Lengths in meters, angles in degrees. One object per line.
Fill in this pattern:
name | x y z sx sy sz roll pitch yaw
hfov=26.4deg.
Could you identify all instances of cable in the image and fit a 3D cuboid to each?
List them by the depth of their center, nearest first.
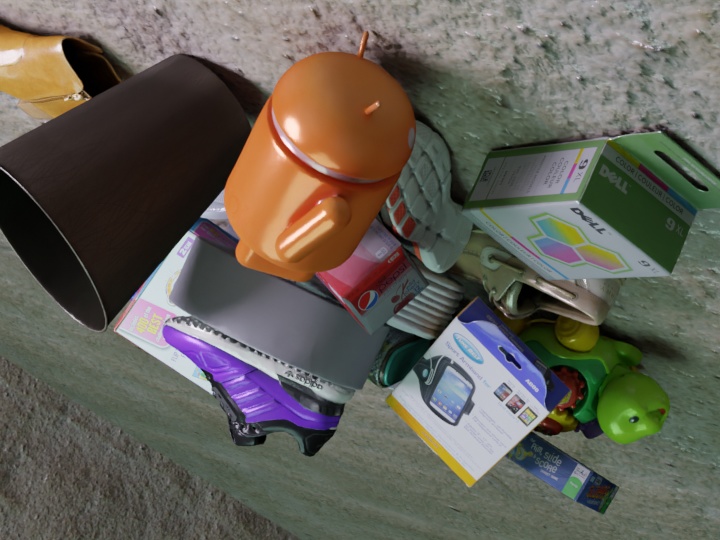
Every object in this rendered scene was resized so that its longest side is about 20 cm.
cable | 0.000 0.000 1.440 0.199 0.070 0.200 25 -178 -16

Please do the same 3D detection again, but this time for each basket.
basket | -0.197 -0.081 1.292 0.135 0.200 0.181 14 140 50

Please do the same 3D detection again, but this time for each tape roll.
tape roll | -0.074 0.039 1.413 0.199 0.067 0.200 25 180 0

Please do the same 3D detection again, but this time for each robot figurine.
robot figurine | -0.030 -0.078 1.145 0.116 0.144 0.201 41 131 12

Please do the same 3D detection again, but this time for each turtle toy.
turtle toy | 0.208 0.110 1.475 0.199 0.102 0.146 4 154 39

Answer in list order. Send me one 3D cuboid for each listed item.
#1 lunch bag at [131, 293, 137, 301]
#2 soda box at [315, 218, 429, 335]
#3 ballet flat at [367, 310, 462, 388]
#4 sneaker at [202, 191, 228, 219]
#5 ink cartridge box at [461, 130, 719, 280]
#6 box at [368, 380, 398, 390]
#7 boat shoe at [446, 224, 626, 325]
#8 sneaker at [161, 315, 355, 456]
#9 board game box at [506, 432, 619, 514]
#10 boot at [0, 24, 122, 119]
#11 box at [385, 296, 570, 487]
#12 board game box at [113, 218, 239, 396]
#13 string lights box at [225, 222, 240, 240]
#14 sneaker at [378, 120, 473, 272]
lunch bag | -0.171 0.042 1.712 0.149 0.095 0.200 26 -167 -1
soda box | -0.028 -0.037 1.307 0.200 0.070 0.064 46 176 42
ballet flat | 0.055 0.071 1.556 0.072 0.073 0.200 14 -167 33
sneaker | -0.156 -0.088 1.507 0.071 0.074 0.199 29 175 -43
ink cartridge box | 0.176 -0.045 1.136 0.103 0.060 0.199 35 161 -27
box | 0.056 0.113 1.712 0.198 0.042 0.156 21 -178 -3
boat shoe | 0.136 0.005 1.337 0.199 0.065 0.072 12 158 40
sneaker | -0.112 0.116 1.464 0.199 0.100 0.070 24 -171 12
board game box | 0.155 0.171 1.532 0.199 0.035 0.135 32 179 24
boot | -0.313 -0.203 1.397 0.143 0.071 0.201 -4 149 47
box | 0.109 0.110 1.405 0.119 0.041 0.200 45 142 6
board game box | -0.131 0.055 1.579 0.199 0.153 0.040 35 -154 -9
string lights box | -0.047 0.010 1.633 0.198 0.059 0.103 21 162 15
sneaker | 0.030 -0.066 1.275 0.082 0.077 0.200 30 163 29
